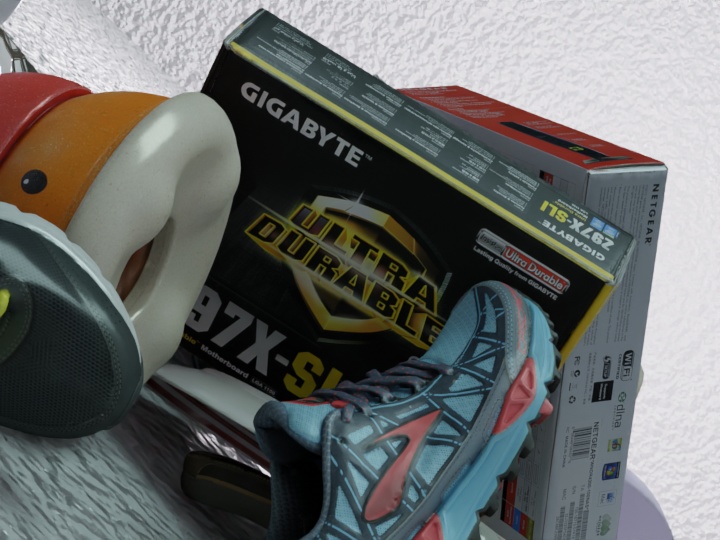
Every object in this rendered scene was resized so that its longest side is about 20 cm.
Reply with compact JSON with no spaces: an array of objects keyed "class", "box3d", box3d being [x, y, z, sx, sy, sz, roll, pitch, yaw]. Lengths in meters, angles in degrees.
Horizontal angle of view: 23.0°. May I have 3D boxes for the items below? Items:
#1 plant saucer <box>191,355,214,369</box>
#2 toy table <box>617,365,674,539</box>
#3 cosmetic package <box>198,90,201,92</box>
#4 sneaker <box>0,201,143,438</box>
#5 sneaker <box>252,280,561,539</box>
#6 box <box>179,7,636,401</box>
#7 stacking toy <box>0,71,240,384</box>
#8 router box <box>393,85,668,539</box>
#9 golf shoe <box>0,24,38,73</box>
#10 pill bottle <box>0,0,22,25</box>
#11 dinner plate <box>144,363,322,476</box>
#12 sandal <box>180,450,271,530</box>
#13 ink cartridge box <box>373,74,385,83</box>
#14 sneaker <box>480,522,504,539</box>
[{"class":"plant saucer","box3d":[-0.078,0.030,1.030,0.019,0.070,0.200,29,7,-13]},{"class":"toy table","box3d":[0.119,0.140,1.159,0.200,0.184,0.117,55,11,-39]},{"class":"cosmetic package","box3d":[-0.082,-0.044,1.007,0.085,0.108,0.200,40,-20,-16]},{"class":"sneaker","box3d":[-0.161,0.000,0.570,0.200,0.074,0.085,33,12,-11]},{"class":"sneaker","box3d":[0.009,0.068,0.695,0.096,0.200,0.079,37,-36,-10]},{"class":"box","box3d":[0.000,0.000,0.811,0.200,0.160,0.049,33,36,3]},{"class":"stacking toy","box3d":[-0.162,-0.035,0.709,0.200,0.146,0.146,24,0,11]},{"class":"router box","box3d":[0.070,0.020,0.905,0.049,0.200,0.179,-5,21,-30]},{"class":"golf shoe","box3d":[-0.212,-0.102,1.016,0.094,0.078,0.200,42,5,-18]},{"class":"pill bottle","box3d":[-0.317,-0.240,1.165,0.200,0.114,0.114,41,5,-40]},{"class":"dinner plate","box3d":[-0.023,0.090,0.828,0.200,0.024,0.200,30,-11,6]},{"class":"sandal","box3d":[0.004,0.143,0.771,0.200,0.055,0.082,29,-9,-3]},{"class":"ink cartridge box","box3d":[-0.019,-0.019,1.155,0.068,0.200,0.115,40,5,-37]},{"class":"sneaker","box3d":[0.037,0.139,0.987,0.200,0.076,0.092,43,8,16]}]
